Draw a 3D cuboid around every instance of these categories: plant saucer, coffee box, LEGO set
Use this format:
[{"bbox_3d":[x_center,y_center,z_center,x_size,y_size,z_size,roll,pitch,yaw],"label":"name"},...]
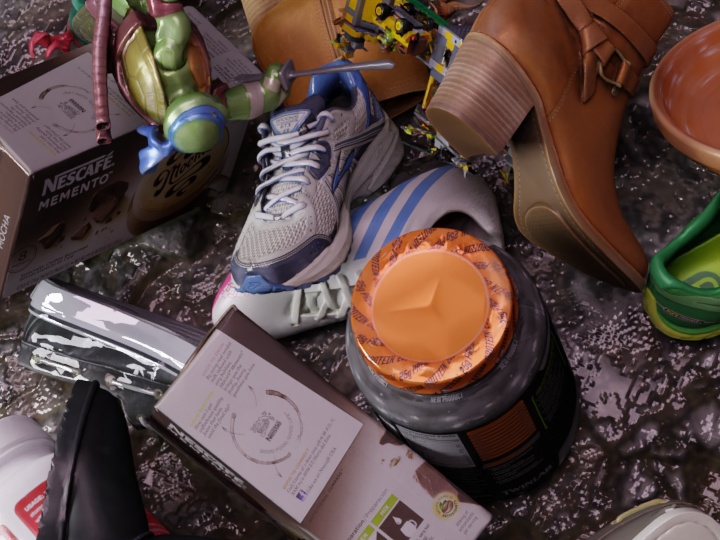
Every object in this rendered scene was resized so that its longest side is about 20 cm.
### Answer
[{"bbox_3d":[0.280,-0.105,1.675,0.198,0.038,0.201,-6,34,4],"label":"plant saucer"},{"bbox_3d":[-0.028,0.118,1.623,0.200,0.113,0.080,39,80,-1],"label":"coffee box"},{"bbox_3d":[-0.170,-0.078,1.717,0.199,0.113,0.080,-26,60,-40],"label":"coffee box"},{"bbox_3d":[0.074,-0.118,1.715,0.153,0.199,0.117,35,121,35],"label":"LEGO set"}]

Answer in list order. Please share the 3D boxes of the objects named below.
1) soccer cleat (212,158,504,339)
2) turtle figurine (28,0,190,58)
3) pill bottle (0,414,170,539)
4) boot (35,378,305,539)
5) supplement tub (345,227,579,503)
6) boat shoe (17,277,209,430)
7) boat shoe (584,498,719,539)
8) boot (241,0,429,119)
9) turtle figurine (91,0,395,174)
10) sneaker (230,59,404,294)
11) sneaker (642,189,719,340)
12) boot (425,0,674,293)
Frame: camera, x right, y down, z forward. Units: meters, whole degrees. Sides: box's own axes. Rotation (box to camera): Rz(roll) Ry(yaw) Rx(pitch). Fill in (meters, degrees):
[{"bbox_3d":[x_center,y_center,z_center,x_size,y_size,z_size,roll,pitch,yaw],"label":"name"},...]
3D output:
[{"bbox_3d":[0.000,0.000,1.720,0.199,0.070,0.087,-30,48,-1],"label":"soccer cleat"},{"bbox_3d":[-0.155,-0.200,1.819,0.199,0.149,0.101,-23,77,48],"label":"turtle figurine"},{"bbox_3d":[-0.173,0.186,1.669,0.112,0.112,0.200,-44,66,-6],"label":"pill bottle"},{"bbox_3d":[-0.109,0.165,1.576,0.161,0.074,0.199,8,57,-1],"label":"boot"},{"bbox_3d":[0.061,0.056,1.616,0.122,0.200,0.123,-5,67,11],"label":"supplement tub"},{"bbox_3d":[-0.129,0.069,1.738,0.199,0.072,0.071,22,98,19],"label":"boat shoe"},{"bbox_3d":[0.130,0.208,1.616,0.201,0.060,0.072,-36,103,0],"label":"boat shoe"},{"bbox_3d":[0.022,-0.182,1.802,0.200,0.071,0.145,-29,71,4],"label":"boot"},{"bbox_3d":[-0.089,-0.166,1.638,0.200,0.143,0.194,-50,50,19],"label":"turtle figurine"},{"bbox_3d":[-0.040,-0.061,1.682,0.077,0.086,0.200,-4,34,25],"label":"sneaker"},{"bbox_3d":[0.265,-0.025,1.664,0.199,0.084,0.074,-32,64,-1],"label":"sneaker"},{"bbox_3d":[0.144,-0.096,1.626,0.073,0.200,0.155,12,60,54],"label":"boot"}]
